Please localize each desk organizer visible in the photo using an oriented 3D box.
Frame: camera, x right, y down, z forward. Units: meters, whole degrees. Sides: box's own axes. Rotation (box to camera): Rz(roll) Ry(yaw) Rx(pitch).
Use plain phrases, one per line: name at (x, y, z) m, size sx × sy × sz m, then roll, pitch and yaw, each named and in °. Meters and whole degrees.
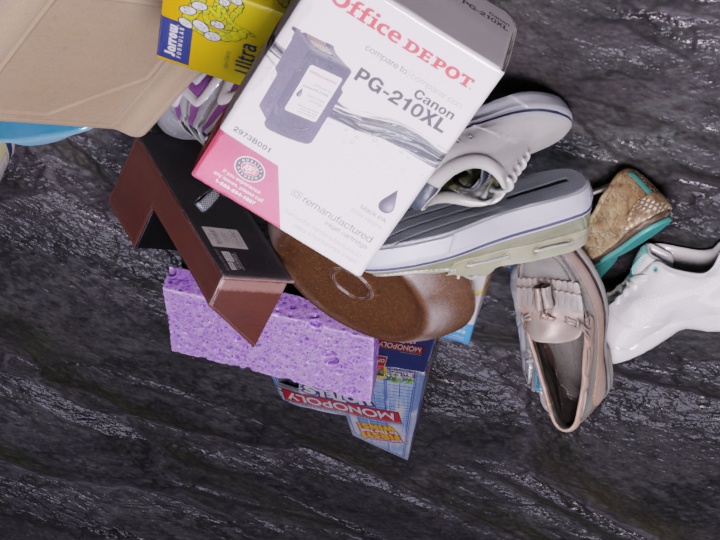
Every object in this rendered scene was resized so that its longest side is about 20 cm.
desk organizer at (-0.141, -0.028, 1.716) m, size 0.072 × 0.200 × 0.077 m, roll 4°, pitch 127°, yaw -37°

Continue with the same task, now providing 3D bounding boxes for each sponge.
sponge at (-0.081, 0.058, 1.840) m, size 0.199 × 0.030 × 0.112 m, roll 13°, pitch 147°, yaw 7°

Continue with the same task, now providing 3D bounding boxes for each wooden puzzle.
wooden puzzle at (-0.222, -0.178, 1.614) m, size 0.200 × 0.037 × 0.185 m, roll 6°, pitch 144°, yaw -38°

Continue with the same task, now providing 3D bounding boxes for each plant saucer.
plant saucer at (0.000, 0.000, 1.670) m, size 0.200 × 0.037 × 0.201 m, roll 26°, pitch 152°, yaw 15°

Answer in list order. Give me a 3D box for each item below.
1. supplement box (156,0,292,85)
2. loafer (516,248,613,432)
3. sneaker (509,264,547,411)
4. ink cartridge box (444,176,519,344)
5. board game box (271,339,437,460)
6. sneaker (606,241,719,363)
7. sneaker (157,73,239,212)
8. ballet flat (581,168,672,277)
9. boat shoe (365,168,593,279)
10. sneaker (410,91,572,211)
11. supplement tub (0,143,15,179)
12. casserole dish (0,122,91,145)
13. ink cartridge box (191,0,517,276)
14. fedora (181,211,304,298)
supplement box at (-0.040, -0.198, 1.500) m, size 0.199 × 0.110 × 0.109 m, roll 18°, pitch 150°, yaw 1°
loafer at (0.172, 0.054, 1.700) m, size 0.072 × 0.063 × 0.200 m, roll 8°, pitch 137°, yaw 29°
sneaker at (0.177, 0.065, 1.844) m, size 0.075 × 0.087 × 0.200 m, roll 6°, pitch 147°, yaw 25°
ink cartridge box at (0.087, -0.038, 1.690) m, size 0.068 × 0.115 × 0.200 m, roll 16°, pitch 151°, yaw 5°
board game box at (-0.007, 0.115, 2.057) m, size 0.199 × 0.062 × 0.200 m, roll 9°, pitch 148°, yaw 17°
sneaker at (0.250, 0.018, 1.744) m, size 0.200 × 0.075 × 0.089 m, roll -19°, pitch 120°, yaw 27°
sneaker at (-0.117, -0.105, 1.666) m, size 0.200 × 0.140 × 0.078 m, roll -13°, pitch 139°, yaw 45°
ballet flat at (0.194, -0.028, 1.709) m, size 0.065 × 0.070 × 0.200 m, roll 61°, pitch 142°, yaw 11°
boat shoe at (0.090, -0.023, 1.564) m, size 0.199 × 0.072 × 0.062 m, roll -14°, pitch 119°, yaw -8°
sneaker at (0.095, -0.084, 1.548) m, size 0.071 × 0.200 × 0.073 m, roll 59°, pitch 140°, yaw 17°
supplement tub at (-0.413, -0.071, 1.835) m, size 0.145 × 0.200 × 0.145 m, roll 14°, pitch 150°, yaw 8°
casserole dish at (-0.257, -0.170, 1.696) m, size 0.121 × 0.039 × 0.200 m, roll -10°, pitch 158°, yaw -25°
ink cartridge box at (-0.004, -0.120, 1.405) m, size 0.145 × 0.084 × 0.200 m, roll 31°, pitch 121°, yaw -8°
fedora at (-0.066, -0.019, 1.833) m, size 0.200 × 0.092 × 0.201 m, roll 12°, pitch 147°, yaw 8°
